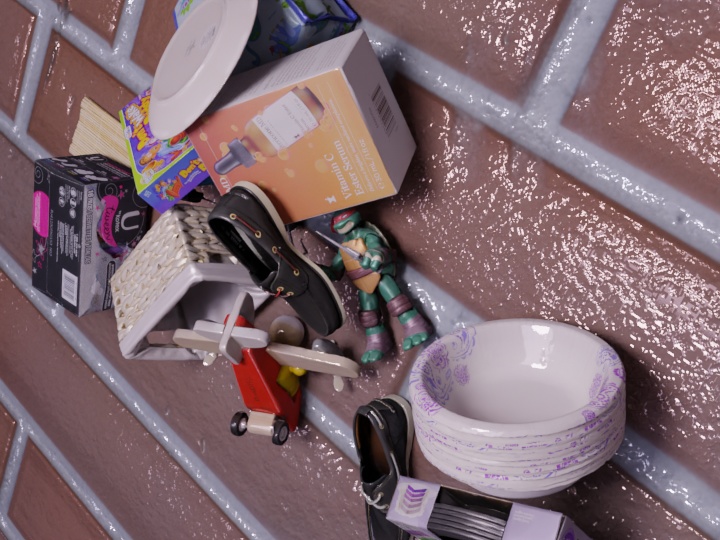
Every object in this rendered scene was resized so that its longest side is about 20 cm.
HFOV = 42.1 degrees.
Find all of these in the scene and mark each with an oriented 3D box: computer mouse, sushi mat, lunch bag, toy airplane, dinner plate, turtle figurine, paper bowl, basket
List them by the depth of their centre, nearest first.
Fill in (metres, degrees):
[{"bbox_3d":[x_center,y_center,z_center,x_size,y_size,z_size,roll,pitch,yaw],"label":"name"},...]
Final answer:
[{"bbox_3d":[0.149,0.136,0.886,0.200,0.200,0.105,12,121,38],"label":"paper bowl"},{"bbox_3d":[-0.180,-0.235,1.017,0.200,0.024,0.201,-31,45,36],"label":"dinner plate"},{"bbox_3d":[0.000,0.000,1.059,0.149,0.100,0.201,-22,98,58],"label":"turtle figurine"},{"bbox_3d":[-0.129,-0.305,1.116,0.200,0.127,0.170,50,124,13],"label":"lunch bag"},{"bbox_3d":[-0.117,0.099,1.142,0.200,0.141,0.199,39,138,-7],"label":"toy airplane"},{"bbox_3d":[-0.167,-0.091,1.187,0.199,0.059,0.034,17,100,14],"label":"computer mouse"},{"bbox_3d":[-0.224,0.017,1.222,0.200,0.135,0.124,-42,57,35],"label":"basket"},{"bbox_3d":[-0.375,-0.179,1.409,0.200,0.012,0.096,36,117,31],"label":"sushi mat"}]

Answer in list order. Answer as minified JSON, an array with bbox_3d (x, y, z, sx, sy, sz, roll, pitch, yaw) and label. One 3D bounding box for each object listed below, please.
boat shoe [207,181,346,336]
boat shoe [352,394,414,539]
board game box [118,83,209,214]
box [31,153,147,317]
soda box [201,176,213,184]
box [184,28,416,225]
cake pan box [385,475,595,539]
[{"bbox_3d":[-0.091,0.000,1.021,0.073,0.063,0.202,-11,123,48],"label":"boat shoe"},{"bbox_3d":[0.021,0.249,1.092,0.071,0.067,0.202,4,99,38],"label":"boat shoe"},{"bbox_3d":[-0.231,-0.179,1.182,0.134,0.045,0.200,-38,42,10],"label":"board game box"},{"bbox_3d":[-0.394,-0.055,1.365,0.132,0.114,0.201,25,117,34],"label":"box"},{"bbox_3d":[-0.175,-0.146,1.211,0.199,0.064,0.068,1,96,40],"label":"soda box"},{"bbox_3d":[-0.064,-0.147,1.023,0.199,0.107,0.153,-14,120,25],"label":"box"},{"bbox_3d":[0.147,0.268,0.913,0.183,0.200,0.053,3,61,37],"label":"cake pan box"}]
